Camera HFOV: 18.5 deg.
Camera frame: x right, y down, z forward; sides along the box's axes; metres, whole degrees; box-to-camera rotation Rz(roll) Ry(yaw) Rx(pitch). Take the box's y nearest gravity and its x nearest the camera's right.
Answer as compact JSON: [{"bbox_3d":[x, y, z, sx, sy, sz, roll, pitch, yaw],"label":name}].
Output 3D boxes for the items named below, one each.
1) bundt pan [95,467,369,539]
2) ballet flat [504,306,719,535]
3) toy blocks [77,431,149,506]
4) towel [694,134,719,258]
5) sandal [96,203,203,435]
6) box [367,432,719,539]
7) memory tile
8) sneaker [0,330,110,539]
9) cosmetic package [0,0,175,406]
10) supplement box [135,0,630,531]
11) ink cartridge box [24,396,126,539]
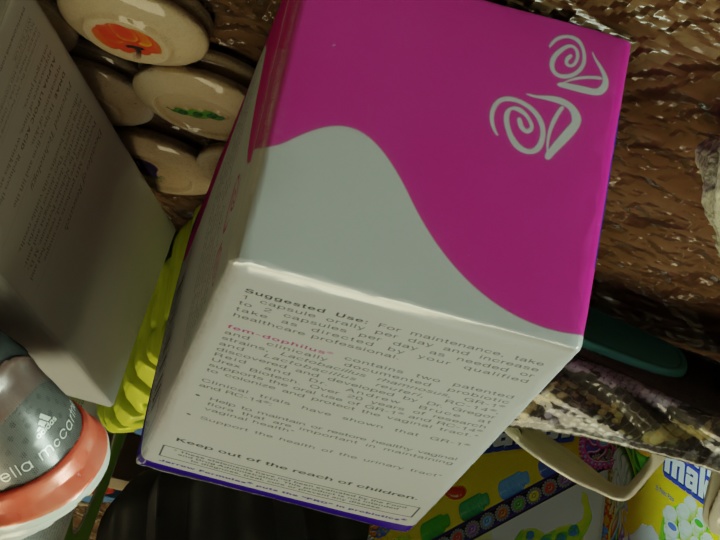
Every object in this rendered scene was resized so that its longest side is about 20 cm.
[{"bbox_3d":[-0.040,0.136,1.114,0.202,0.076,0.202,-5,156,-2],"label":"bundt pan"},{"bbox_3d":[0.123,0.059,0.819,0.200,0.072,0.072,17,162,6],"label":"ballet flat"},{"bbox_3d":[-0.179,0.093,1.181,0.200,0.100,0.137,-7,164,32],"label":"toy blocks"},{"bbox_3d":[0.183,0.012,0.689,0.148,0.036,0.200,10,160,19],"label":"towel"},{"bbox_3d":[-0.052,0.028,0.890,0.087,0.080,0.200,10,169,-20],"label":"sandal"},{"bbox_3d":[0.103,0.174,0.951,0.122,0.193,0.200,-11,147,36],"label":"box"},{"bbox_3d":[-0.116,-0.066,0.768,0.200,0.017,0.153,7,159,27],"label":"memory tile"},{"bbox_3d":[-0.168,0.034,0.753,0.200,0.077,0.082,3,130,40],"label":"sneaker"},{"bbox_3d":[-0.146,-0.029,0.750,0.113,0.081,0.200,14,163,13],"label":"cosmetic package"},{"bbox_3d":[0.000,0.000,0.685,0.103,0.101,0.200,15,158,-6],"label":"supplement box"},{"bbox_3d":[-0.161,0.056,0.946,0.076,0.148,0.200,14,161,12],"label":"ink cartridge box"}]
